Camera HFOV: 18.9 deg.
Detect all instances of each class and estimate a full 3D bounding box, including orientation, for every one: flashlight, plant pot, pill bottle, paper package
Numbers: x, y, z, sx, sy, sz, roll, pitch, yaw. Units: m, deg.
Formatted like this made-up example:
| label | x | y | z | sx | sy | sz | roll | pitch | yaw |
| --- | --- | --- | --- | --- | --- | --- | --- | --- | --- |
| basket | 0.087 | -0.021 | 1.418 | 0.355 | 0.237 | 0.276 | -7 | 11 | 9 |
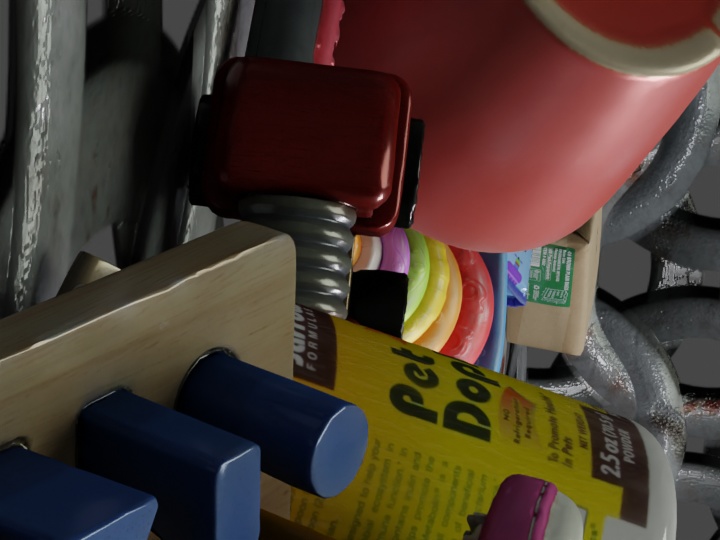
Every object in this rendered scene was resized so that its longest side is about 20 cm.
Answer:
| label | x | y | z | sx | sy | sz | roll | pitch | yaw |
| --- | --- | --- | --- | --- | --- | --- | --- | --- | --- |
| flashlight | -0.018 | -0.120 | 0.982 | 0.068 | 0.067 | 0.201 | 83 | 14 | -67 |
| plant pot | 0.088 | -0.128 | 1.053 | 0.177 | 0.199 | 0.202 | 144 | -41 | -62 |
| pill bottle | -0.008 | 0.072 | 0.689 | 0.109 | 0.199 | 0.110 | -161 | -90 | -76 |
| paper package | 0.236 | -0.032 | 2.619 | 0.201 | 0.103 | 0.191 | 88 | 11 | -46 |

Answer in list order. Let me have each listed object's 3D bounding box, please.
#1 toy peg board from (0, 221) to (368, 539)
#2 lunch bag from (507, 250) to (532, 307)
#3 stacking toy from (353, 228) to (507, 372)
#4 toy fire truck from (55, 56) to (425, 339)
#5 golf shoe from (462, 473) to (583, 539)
| label | x | y | z | sx | sy | sz | roll | pitch | yaw |
| --- | --- | --- | --- | --- | --- | --- | --- | --- | --- |
| toy peg board | -0.055 | 0.118 | 0.529 | 0.200 | 0.097 | 0.200 | -26 | 126 | -49 |
| lunch bag | 0.065 | -0.084 | 1.563 | 0.200 | 0.093 | 0.151 | 55 | 41 | -58 |
| stacking toy | 0.000 | 0.000 | 1.130 | 0.200 | 0.115 | 0.111 | 46 | 46 | -64 |
| toy fire truck | -0.042 | 0.000 | 0.808 | 0.200 | 0.128 | 0.177 | 108 | -11 | -83 |
| golf shoe | 0.059 | 0.151 | 0.621 | 0.075 | 0.091 | 0.201 | -61 | 157 | -61 |
